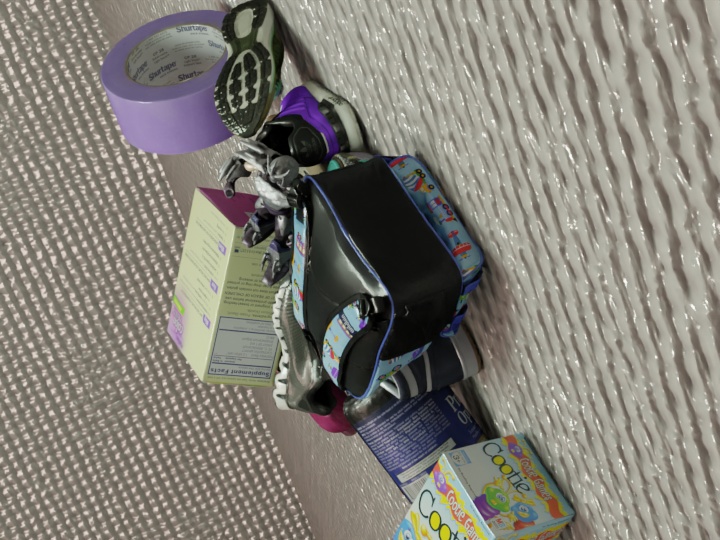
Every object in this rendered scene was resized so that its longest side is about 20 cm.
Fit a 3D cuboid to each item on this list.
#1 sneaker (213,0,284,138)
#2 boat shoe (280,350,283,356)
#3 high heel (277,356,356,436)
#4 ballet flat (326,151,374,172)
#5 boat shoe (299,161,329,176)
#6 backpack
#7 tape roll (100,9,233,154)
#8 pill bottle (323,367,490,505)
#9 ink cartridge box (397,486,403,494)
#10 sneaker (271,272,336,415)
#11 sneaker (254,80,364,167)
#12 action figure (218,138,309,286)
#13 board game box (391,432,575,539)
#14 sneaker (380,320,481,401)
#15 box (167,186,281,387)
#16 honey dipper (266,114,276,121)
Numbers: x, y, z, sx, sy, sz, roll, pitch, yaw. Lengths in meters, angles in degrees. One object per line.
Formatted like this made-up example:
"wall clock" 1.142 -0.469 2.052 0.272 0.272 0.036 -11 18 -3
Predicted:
"sneaker" -0.109 -0.218 1.500 0.089 0.077 0.201 48 -147 -43
"boat shoe" -0.047 0.037 1.620 0.072 0.059 0.200 50 131 12
"high heel" -0.073 0.125 1.678 0.200 0.067 0.096 43 178 25
"ballet flat" -0.015 -0.065 1.433 0.072 0.072 0.200 61 155 16
"boat shoe" -0.062 -0.124 1.566 0.072 0.065 0.200 54 -171 -14
"backpack" 0.012 0.015 1.252 0.183 0.134 0.200 56 153 28
"tape roll" -0.226 -0.244 1.704 0.200 0.199 0.085 52 163 46
"pill bottle" 0.052 0.158 1.432 0.200 0.112 0.112 53 168 -1
"ink cartridge box" 0.045 0.153 1.610 0.147 0.083 0.201 57 166 37
"sneaker" -0.055 0.088 1.566 0.090 0.066 0.201 18 121 28
"sneaker" -0.074 -0.155 1.454 0.200 0.099 0.070 33 145 67
"action figure" -0.091 -0.065 1.420 0.130 0.069 0.200 45 158 15
"board game box" 0.110 0.271 1.327 0.105 0.103 0.201 57 139 33
"sneaker" 0.032 0.041 1.371 0.201 0.108 0.070 60 167 22
"box" -0.159 0.019 1.660 0.176 0.096 0.201 39 118 61
"honey dipper" -0.104 -0.132 1.807 0.038 0.038 0.201 55 162 39
